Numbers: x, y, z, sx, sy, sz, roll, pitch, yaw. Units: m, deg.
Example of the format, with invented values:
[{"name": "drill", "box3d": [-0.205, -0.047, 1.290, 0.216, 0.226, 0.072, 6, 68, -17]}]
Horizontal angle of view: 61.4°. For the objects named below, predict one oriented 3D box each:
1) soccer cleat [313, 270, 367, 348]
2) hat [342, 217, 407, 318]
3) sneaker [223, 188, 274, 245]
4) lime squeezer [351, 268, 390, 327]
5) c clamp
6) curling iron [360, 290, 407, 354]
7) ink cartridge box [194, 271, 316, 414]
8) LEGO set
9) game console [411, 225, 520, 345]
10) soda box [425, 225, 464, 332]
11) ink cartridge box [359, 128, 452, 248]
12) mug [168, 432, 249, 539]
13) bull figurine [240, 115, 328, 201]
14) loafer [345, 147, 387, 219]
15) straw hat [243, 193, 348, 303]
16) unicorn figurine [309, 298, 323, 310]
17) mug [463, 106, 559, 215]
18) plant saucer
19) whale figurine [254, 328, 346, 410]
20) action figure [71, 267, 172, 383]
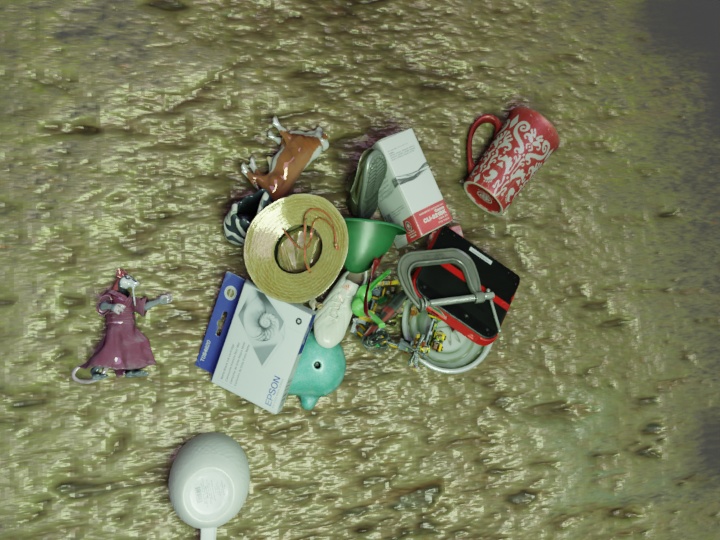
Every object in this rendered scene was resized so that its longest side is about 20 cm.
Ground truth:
[{"name": "soccer cleat", "box3d": [-0.037, 0.061, 1.173, 0.068, 0.078, 0.202, 30, 45, -5]}, {"name": "hat", "box3d": [0.000, 0.000, 1.169, 0.162, 0.199, 0.182, 2, 85, 28]}, {"name": "sneaker", "box3d": [-0.164, -0.096, 1.168, 0.194, 0.130, 0.082, 11, 67, -10]}, {"name": "lime squeezer", "box3d": [0.017, 0.050, 1.146, 0.069, 0.201, 0.038, -25, 112, 18]}, {"name": "c clamp", "box3d": [0.165, 0.034, 1.134, 0.194, 0.027, 0.175, 0, 65, -19]}, {"name": "curling iron", "box3d": [0.060, 0.082, 1.127, 0.049, 0.026, 0.201, 34, 48, 5]}, {"name": "ink cartridge box", "box3d": [-0.203, 0.131, 1.123, 0.196, 0.041, 0.204, 22, 98, 11]}, {"name": "LEGO set", "box3d": [0.071, 0.092, 1.182, 0.196, 0.116, 0.157, 25, 81, 21]}, {"name": "game console", "box3d": [0.204, 0.030, 1.183, 0.198, 0.031, 0.179, 33, 59, -2]}, {"name": "soda box", "box3d": [0.195, 0.017, 1.237, 0.068, 0.064, 0.205, -12, 73, -7]}, {"name": "ink cartridge box", "box3d": [0.088, -0.164, 1.236, 0.082, 0.144, 0.204, -25, 90, -18]}, {"name": "mug", "box3d": [-0.266, 0.401, 1.068, 0.143, 0.175, 0.206, 2, 83, -13]}, {"name": "bull figurine", "box3d": [-0.150, -0.231, 1.227, 0.120, 0.065, 0.203, 33, 75, -4]}, {"name": "loafer", "box3d": [0.000, -0.170, 1.198, 0.069, 0.202, 0.075, 38, 60, 15]}, {"name": "straw hat", "box3d": [-0.112, -0.036, 1.129, 0.195, 0.085, 0.207, 0, 84, 2]}, {"name": "unicorn figurine", "box3d": [-0.117, 0.030, 1.185, 0.196, 0.075, 0.139, -25, 47, -3]}, {"name": "mug", "box3d": [0.310, -0.238, 1.331, 0.202, 0.176, 0.134, -52, 133, -9]}, {"name": "plant saucer", "box3d": [0.180, 0.116, 1.264, 0.194, 0.050, 0.206, 1, 72, -3]}, {"name": "whale figurine", "box3d": [-0.121, 0.192, 1.166, 0.195, 0.104, 0.163, -17, 89, -12]}, {"name": "action figure", "box3d": [-0.439, 0.097, 1.118, 0.146, 0.133, 0.206, -18, 71, 27]}]
